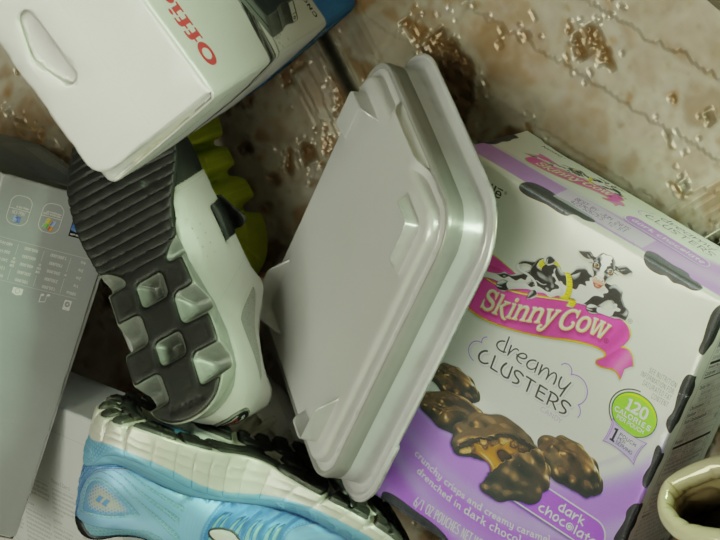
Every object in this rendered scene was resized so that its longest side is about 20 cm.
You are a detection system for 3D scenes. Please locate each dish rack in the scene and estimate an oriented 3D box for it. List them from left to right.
[{"bbox_3d":[0.000,0.000,1.466,0.201,0.043,0.172,-64,28,31],"label":"dish rack"}]

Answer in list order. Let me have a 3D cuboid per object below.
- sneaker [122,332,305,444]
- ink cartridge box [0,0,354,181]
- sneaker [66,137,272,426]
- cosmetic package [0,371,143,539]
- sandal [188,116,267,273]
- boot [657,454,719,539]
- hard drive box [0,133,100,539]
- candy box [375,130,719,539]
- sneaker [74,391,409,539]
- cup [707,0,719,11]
[{"bbox_3d":[-0.074,0.082,1.561,0.070,0.080,0.200,-43,77,3],"label":"sneaker"},{"bbox_3d":[-0.106,-0.149,1.457,0.084,0.200,0.145,-36,93,28],"label":"ink cartridge box"},{"bbox_3d":[-0.098,-0.009,1.506,0.074,0.088,0.201,-22,73,26],"label":"sneaker"},{"bbox_3d":[-0.154,0.144,1.602,0.200,0.051,0.152,15,112,60],"label":"cosmetic package"},{"bbox_3d":[-0.121,-0.082,1.574,0.087,0.079,0.201,-10,92,38],"label":"sandal"},{"bbox_3d":[0.240,0.133,1.352,0.199,0.107,0.075,0,62,31],"label":"boot"},{"bbox_3d":[-0.221,0.030,1.595,0.156,0.076,0.201,31,105,62],"label":"hard drive box"},{"bbox_3d":[0.101,0.056,1.456,0.167,0.071,0.201,32,115,25],"label":"candy box"},{"bbox_3d":[-0.063,0.136,1.499,0.199,0.078,0.090,21,103,-14],"label":"sneaker"},{"bbox_3d":[0.196,-0.204,1.293,0.143,0.199,0.202,26,115,56],"label":"cup"}]
